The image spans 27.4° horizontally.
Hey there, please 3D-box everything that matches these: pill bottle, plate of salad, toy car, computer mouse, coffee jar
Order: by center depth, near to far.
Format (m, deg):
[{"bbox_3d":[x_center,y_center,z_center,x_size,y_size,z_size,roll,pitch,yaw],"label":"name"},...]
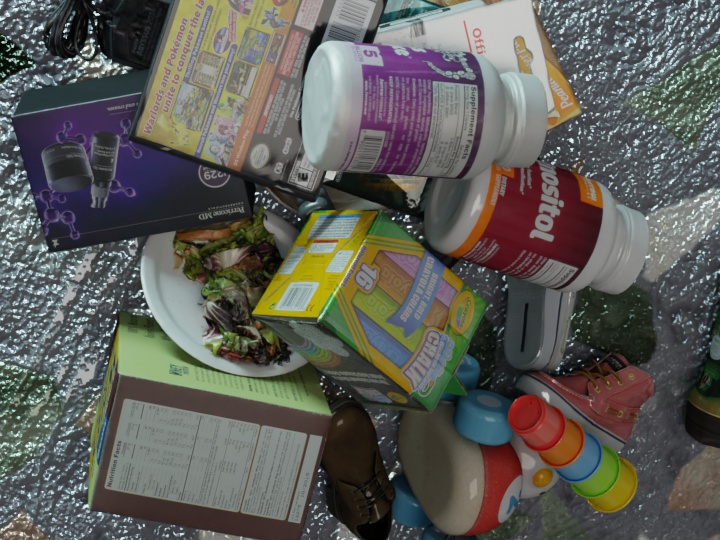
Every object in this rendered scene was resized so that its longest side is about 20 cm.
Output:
[{"bbox_3d":[0.056,-0.137,1.282,0.198,0.112,0.113,2,102,-18],"label":"pill bottle"},{"bbox_3d":[-0.187,-0.236,1.404,0.199,0.053,0.139,23,110,-12],"label":"computer mouse"},{"bbox_3d":[0.170,-0.046,1.409,0.199,0.113,0.114,17,99,-21],"label":"pill bottle"},{"bbox_3d":[-0.112,0.009,1.416,0.199,0.201,0.048,20,140,-14],"label":"plate of salad"},{"bbox_3d":[0.151,0.195,1.508,0.199,0.177,0.186,4,112,-23],"label":"toy car"},{"bbox_3d":[0.417,0.095,1.567,0.103,0.085,0.202,12,100,-12],"label":"coffee jar"}]

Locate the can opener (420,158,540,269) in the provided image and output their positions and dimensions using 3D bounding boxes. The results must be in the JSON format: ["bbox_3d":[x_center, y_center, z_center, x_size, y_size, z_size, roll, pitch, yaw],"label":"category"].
[{"bbox_3d":[0.111,-0.045,1.491,0.200,0.079,0.063,-38,147,6],"label":"can opener"}]

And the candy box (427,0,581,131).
[{"bbox_3d":[0.124,-0.220,1.462,0.115,0.055,0.201,-27,106,1],"label":"candy box"}]

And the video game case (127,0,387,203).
[{"bbox_3d":[-0.091,-0.182,1.314,0.179,0.026,0.201,18,103,-11],"label":"video game case"}]

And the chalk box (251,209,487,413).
[{"bbox_3d":[0.025,0.049,1.378,0.200,0.124,0.124,40,69,-29],"label":"chalk box"}]

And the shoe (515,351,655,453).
[{"bbox_3d":[0.235,0.119,1.516,0.200,0.071,0.091,33,90,-49],"label":"shoe"}]

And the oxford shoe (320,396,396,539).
[{"bbox_3d":[0.003,0.202,1.473,0.072,0.084,0.201,-33,138,-15],"label":"oxford shoe"}]

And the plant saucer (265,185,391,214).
[{"bbox_3d":[-0.018,-0.147,1.465,0.199,0.034,0.202,-2,104,-9],"label":"plant saucer"}]

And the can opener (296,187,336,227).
[{"bbox_3d":[0.000,0.000,1.470,0.066,0.053,0.201,-29,117,8],"label":"can opener"}]

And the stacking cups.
[{"bbox_3d":[0.201,0.179,1.438,0.061,0.060,0.200,-51,136,3],"label":"stacking cups"}]

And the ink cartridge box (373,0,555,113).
[{"bbox_3d":[0.070,-0.180,1.373,0.198,0.068,0.117,-14,104,3],"label":"ink cartridge box"}]

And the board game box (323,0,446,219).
[{"bbox_3d":[0.050,-0.159,1.429,0.134,0.028,0.201,19,103,-8],"label":"board game box"}]

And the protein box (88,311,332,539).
[{"bbox_3d":[-0.149,0.148,1.418,0.198,0.199,0.136,12,102,-12],"label":"protein box"}]

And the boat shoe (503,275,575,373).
[{"bbox_3d":[0.188,0.006,1.522,0.067,0.073,0.202,16,85,-53],"label":"boat shoe"}]

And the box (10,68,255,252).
[{"bbox_3d":[-0.209,-0.109,1.390,0.198,0.079,0.142,-10,116,3],"label":"box"}]
